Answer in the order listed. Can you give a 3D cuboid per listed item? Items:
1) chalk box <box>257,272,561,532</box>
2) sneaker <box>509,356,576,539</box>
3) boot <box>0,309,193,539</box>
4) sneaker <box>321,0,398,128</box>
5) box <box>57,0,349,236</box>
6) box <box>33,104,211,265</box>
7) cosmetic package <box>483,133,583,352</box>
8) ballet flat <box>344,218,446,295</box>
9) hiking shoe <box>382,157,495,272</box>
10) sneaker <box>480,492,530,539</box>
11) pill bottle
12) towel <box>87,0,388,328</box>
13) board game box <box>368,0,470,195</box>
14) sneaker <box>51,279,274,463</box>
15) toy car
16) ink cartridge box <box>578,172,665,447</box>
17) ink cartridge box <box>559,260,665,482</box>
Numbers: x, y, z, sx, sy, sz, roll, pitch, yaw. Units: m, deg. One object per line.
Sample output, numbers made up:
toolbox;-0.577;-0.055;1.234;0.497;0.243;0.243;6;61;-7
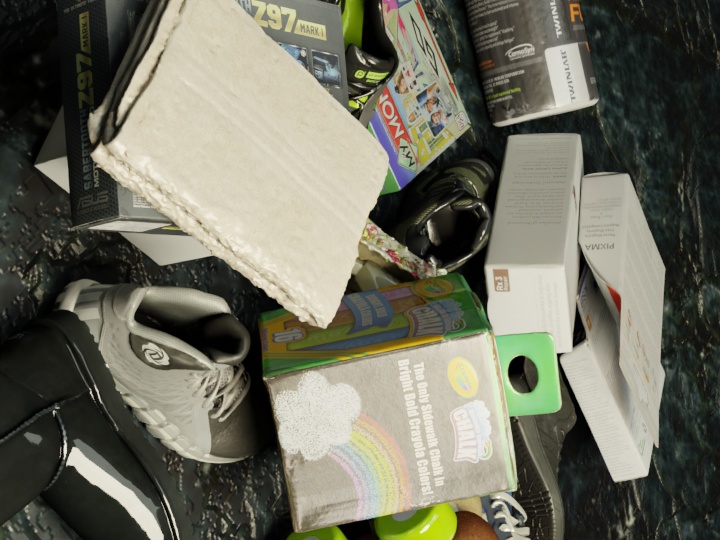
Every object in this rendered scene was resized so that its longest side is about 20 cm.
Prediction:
chalk box;0.038;0.084;0.914;0.124;0.200;0.125;-109;-172;-71
sneaker;0.166;0.153;1.201;0.104;0.060;0.200;-16;88;-47
boot;-0.200;0.129;0.768;0.162;0.073;0.199;-34;101;-50
sneaker;-0.016;-0.142;1.013;0.071;0.083;0.200;2;94;-32
box;-0.089;-0.100;0.809;0.200;0.051;0.158;1;82;-48
box;-0.114;-0.124;0.899;0.124;0.097;0.200;42;52;-36
cosmetic package;0.158;-0.028;1.163;0.200;0.074;0.102;-76;160;-48
ballet flat;0.000;0.000;0.978;0.200;0.076;0.064;26;21;-15
hiking shoe;0.080;-0.038;1.108;0.200;0.101;0.076;-46;117;-44
sneaker;0.133;0.238;1.080;0.081;0.146;0.200;44;52;-35
pill bottle;0.154;-0.243;1.232;0.106;0.106;0.200;-18;97;-50
towel;-0.065;-0.068;0.767;0.200;0.034;0.133;41;56;-36
board game box;0.017;-0.183;1.120;0.135;0.029;0.200;-44;116;-45
sneaker;-0.101;0.070;0.862;0.200;0.115;0.075;39;55;-38
toy car;0.034;0.199;1.016;0.164;0.158;0.200;58;16;-30
ink cartridge box;0.236;0.036;1.186;0.163;0.057;0.200;55;41;-48
ink cartridge box;0.243;0.072;1.289;0.200;0.041;0.200;66;26;-17
